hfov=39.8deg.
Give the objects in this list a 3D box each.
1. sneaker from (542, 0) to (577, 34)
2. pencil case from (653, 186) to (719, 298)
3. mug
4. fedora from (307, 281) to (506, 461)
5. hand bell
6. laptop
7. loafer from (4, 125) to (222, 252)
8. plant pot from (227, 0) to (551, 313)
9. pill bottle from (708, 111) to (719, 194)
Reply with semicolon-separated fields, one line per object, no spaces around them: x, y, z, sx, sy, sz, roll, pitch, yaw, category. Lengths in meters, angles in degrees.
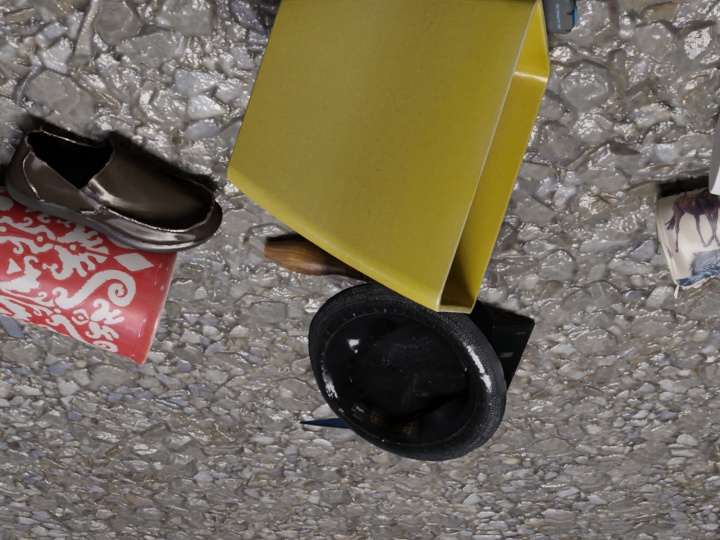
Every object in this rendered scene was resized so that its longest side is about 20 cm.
0.098;-0.234;0.659;0.080;0.074;0.201;-4;140;13;sneaker
0.363;-0.039;0.874;0.197;0.078;0.091;-11;120;18;pencil case
-0.289;0.012;0.951;0.197;0.135;0.179;17;132;-15;mug
0.051;0.072;0.883;0.198;0.092;0.203;18;129;23;fedora
0.000;0.000;0.970;0.196;0.105;0.105;11;143;10;hand bell
0.060;0.115;1.096;0.185;0.116;0.203;-1;121;-36;laptop
-0.218;-0.073;0.888;0.197;0.074;0.072;13;143;-11;loafer
0.020;-0.095;0.713;0.174;0.203;0.200;19;-178;13;plant pot
0.379;-0.087;0.768;0.196;0.113;0.113;10;144;12;pill bottle
